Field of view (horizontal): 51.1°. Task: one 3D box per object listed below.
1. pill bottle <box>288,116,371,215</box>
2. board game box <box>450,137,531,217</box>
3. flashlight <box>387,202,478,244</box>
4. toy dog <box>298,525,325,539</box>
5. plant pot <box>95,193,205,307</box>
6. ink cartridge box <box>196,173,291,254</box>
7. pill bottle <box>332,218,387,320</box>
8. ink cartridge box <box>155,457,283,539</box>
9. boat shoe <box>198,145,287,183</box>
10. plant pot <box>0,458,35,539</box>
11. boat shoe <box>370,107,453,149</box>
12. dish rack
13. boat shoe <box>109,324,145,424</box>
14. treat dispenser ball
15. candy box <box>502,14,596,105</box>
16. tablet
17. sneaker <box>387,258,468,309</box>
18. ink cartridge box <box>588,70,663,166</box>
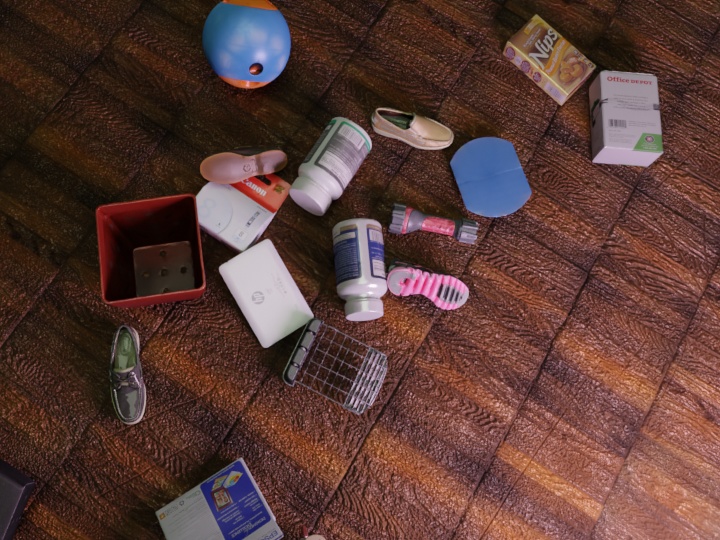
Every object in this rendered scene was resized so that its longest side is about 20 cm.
[{"bbox_3d":[-0.069,-0.230,1.674,0.112,0.113,0.201,31,73,5],"label":"pill bottle"},{"bbox_3d":[0.297,-0.209,1.741,0.156,0.039,0.203,-16,70,-4],"label":"board game box"},{"bbox_3d":[0.162,-0.100,1.679,0.197,0.068,0.069,12,71,0],"label":"flashlight"},{"bbox_3d":[-0.150,0.549,1.435,0.198,0.133,0.097,4,34,-35],"label":"toy dog"},{"bbox_3d":[-0.417,-0.022,1.548,0.196,0.176,0.203,-8,75,-7],"label":"plant pot"},{"bbox_3d":[-0.267,-0.156,1.669,0.159,0.047,0.201,32,75,5],"label":"ink cartridge box"},{"bbox_3d":[0.000,0.000,1.612,0.109,0.111,0.203,-3,73,-6],"label":"pill bottle"},{"bbox_3d":[-0.267,0.489,1.433,0.196,0.047,0.200,-30,50,-14],"label":"ink cartridge box"},{"bbox_3d":[-0.264,-0.238,1.669,0.197,0.070,0.071,-8,115,-23],"label":"boat shoe"},{"bbox_3d":[-0.718,0.431,1.386,0.175,0.200,0.202,20,72,-10],"label":"plant pot"},{"bbox_3d":[0.122,-0.332,1.740,0.197,0.076,0.073,10,72,-2],"label":"boat shoe"},{"bbox_3d":[-0.049,0.203,1.576,0.198,0.055,0.155,26,77,1],"label":"dish rack"},{"bbox_3d":[-0.479,0.208,1.531,0.071,0.066,0.204,-6,74,-7],"label":"boat shoe"},{"bbox_3d":[-0.256,-0.516,1.697,0.197,0.201,0.204,1,73,-4],"label":"treat dispenser ball"},{"bbox_3d":[0.459,-0.514,1.835,0.200,0.055,0.115,44,75,8],"label":"candy box"},{"bbox_3d":[-0.202,0.048,1.613,0.129,0.014,0.202,-30,88,-13],"label":"tablet"},{"bbox_3d":[0.143,0.021,1.639,0.197,0.096,0.080,18,110,-19],"label":"sneaker"},{"bbox_3d":[0.627,-0.360,1.788,0.144,0.084,0.203,4,73,-4],"label":"ink cartridge box"}]
